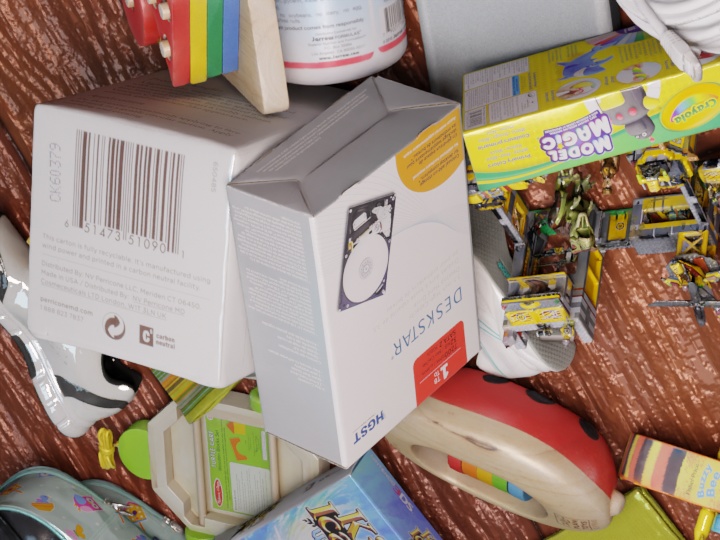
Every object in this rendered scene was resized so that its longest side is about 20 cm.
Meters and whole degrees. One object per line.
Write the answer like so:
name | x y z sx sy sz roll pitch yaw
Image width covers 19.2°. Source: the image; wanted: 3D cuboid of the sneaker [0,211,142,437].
sneaker | -0.244 0.034 1.713 0.080 0.074 0.201 -23 108 18

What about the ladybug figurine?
ladybug figurine | 0.107 0.126 1.557 0.199 0.072 0.136 23 163 20

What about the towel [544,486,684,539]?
towel | 0.166 0.239 1.630 0.200 0.018 0.086 -36 99 34

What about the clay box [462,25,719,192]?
clay box | 0.165 -0.115 1.365 0.198 0.115 0.048 -14 113 9

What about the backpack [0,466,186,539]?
backpack | -0.243 0.260 1.766 0.199 0.154 0.176 34 123 -5

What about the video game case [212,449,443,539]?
video game case | -0.003 0.261 1.671 0.181 0.045 0.200 -33 99 33

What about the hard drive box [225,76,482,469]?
hard drive box | 0.000 0.000 1.398 0.076 0.156 0.201 21 134 34

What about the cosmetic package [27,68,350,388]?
cosmetic package | -0.105 -0.039 1.464 0.164 0.200 0.166 14 110 27

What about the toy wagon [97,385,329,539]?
toy wagon | -0.119 0.153 1.721 0.199 0.040 0.156 10 119 22

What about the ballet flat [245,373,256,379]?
ballet flat | -0.061 0.061 1.634 0.199 0.068 0.064 -3 144 30

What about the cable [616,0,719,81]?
cable | 0.222 -0.231 1.277 0.201 0.069 0.200 -63 38 22

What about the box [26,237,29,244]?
box | -0.162 -0.049 1.639 0.119 0.041 0.200 43 128 1

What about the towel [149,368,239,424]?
towel | -0.166 0.019 1.624 0.200 0.018 0.086 51 125 7

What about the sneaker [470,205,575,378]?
sneaker | 0.073 -0.005 1.528 0.080 0.070 0.201 -21 102 44

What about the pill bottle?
pill bottle | -0.031 -0.235 1.437 0.108 0.109 0.201 4 116 24

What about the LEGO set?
LEGO set | 0.154 -0.018 1.425 0.198 0.117 0.154 -1 145 20

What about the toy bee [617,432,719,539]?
toy bee | 0.269 0.148 1.483 0.198 0.109 0.132 -6 78 21

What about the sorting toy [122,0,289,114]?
sorting toy | -0.122 -0.221 1.436 0.069 0.200 0.200 -15 115 -15

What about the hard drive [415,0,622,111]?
hard drive | 0.106 -0.182 1.442 0.139 0.033 0.201 0 115 26
